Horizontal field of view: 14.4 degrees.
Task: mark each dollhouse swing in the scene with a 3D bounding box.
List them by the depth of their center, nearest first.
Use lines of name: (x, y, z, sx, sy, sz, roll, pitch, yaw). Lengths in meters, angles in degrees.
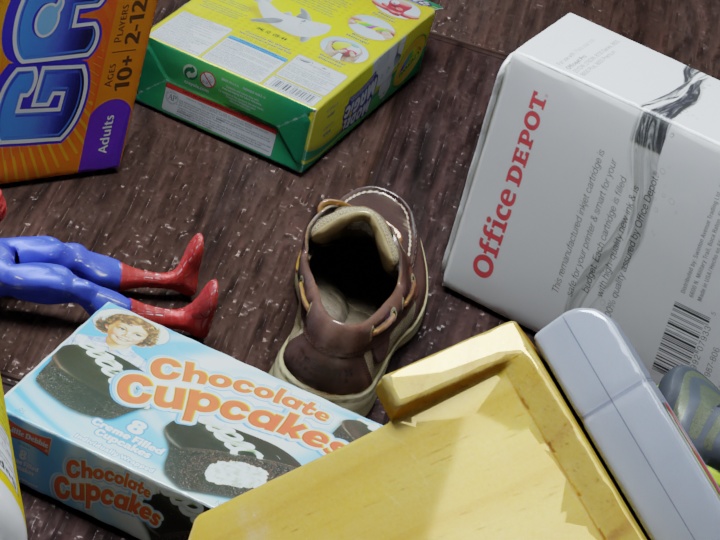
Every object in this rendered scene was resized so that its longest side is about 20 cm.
dollhouse swing: (0.049, 0.160, 1.181, 0.201, 0.175, 0.182, 59, 4, 26)

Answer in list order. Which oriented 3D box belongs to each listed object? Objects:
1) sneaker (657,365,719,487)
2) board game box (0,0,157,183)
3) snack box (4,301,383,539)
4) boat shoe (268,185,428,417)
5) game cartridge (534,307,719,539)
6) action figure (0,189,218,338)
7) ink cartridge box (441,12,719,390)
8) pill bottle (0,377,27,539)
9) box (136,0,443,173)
sneaker: (0.207, 0.092, 1.360, 0.074, 0.081, 0.200, 22, 14, -35)
board game box: (-0.238, -0.178, 1.500, 0.199, 0.201, 0.200, -10, 39, -36)
snack box: (-0.058, 0.089, 1.307, 0.199, 0.037, 0.116, 23, 31, 13)
boat shoe: (0.000, 0.000, 1.447, 0.072, 0.072, 0.200, 18, 30, 4)
game cartridge: (0.140, 0.105, 1.216, 0.201, 0.041, 0.133, 59, 8, 5)
action figure: (-0.167, -0.024, 1.389, 0.198, 0.100, 0.065, 2, 31, -18)
ink cartridge box: (0.159, -0.025, 1.492, 0.199, 0.145, 0.084, 27, 30, 17)
pill bottle: (-0.195, 0.092, 1.162, 0.113, 0.115, 0.200, 6, 32, -17)
box: (-0.038, -0.132, 1.675, 0.117, 0.049, 0.200, 24, 34, 15)
